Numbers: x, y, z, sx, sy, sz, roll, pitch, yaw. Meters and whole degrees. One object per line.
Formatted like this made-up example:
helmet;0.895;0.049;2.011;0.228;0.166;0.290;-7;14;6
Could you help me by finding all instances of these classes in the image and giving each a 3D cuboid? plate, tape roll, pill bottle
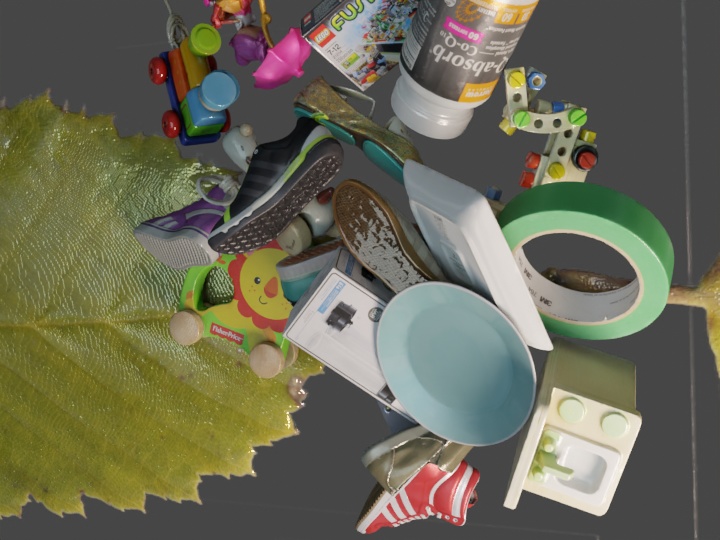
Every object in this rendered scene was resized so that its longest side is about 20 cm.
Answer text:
plate;0.117;-0.015;1.067;0.032;0.199;0.201;-32;115;-9
tape roll;0.238;-0.007;1.067;0.198;0.048;0.201;15;141;12
plate;0.106;0.101;1.077;0.199;0.026;0.202;16;121;28
pill bottle;0.108;-0.247;1.046;0.116;0.116;0.201;33;134;10

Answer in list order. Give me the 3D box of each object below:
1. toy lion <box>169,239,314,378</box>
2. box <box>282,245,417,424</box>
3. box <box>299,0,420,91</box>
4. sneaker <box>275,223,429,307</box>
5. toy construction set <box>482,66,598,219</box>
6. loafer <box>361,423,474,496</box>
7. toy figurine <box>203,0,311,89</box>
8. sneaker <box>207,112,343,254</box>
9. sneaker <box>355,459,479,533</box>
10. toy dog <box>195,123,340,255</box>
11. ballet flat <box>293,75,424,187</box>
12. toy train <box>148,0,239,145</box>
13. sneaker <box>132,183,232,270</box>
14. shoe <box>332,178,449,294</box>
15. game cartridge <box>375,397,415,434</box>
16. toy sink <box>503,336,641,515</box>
toy lion;-0.139;0.028;1.281;0.198;0.069;0.194;19;104;17
box;0.022;0.078;1.154;0.199;0.060;0.117;35;114;-11
box;0.039;-0.300;1.091;0.199;0.035;0.110;-35;131;27
sneaker;0.000;0.000;1.197;0.198;0.071;0.081;-15;108;9
toy construction set;0.188;-0.119;1.084;0.130;0.092;0.201;15;120;-8
loafer;0.101;0.206;1.158;0.199;0.075;0.070;-27;73;4
toy figurine;-0.133;-0.307;1.155;0.199;0.150;0.186;5;118;43
sneaker;-0.104;-0.101;1.129;0.200;0.072;0.083;-40;64;9
sneaker;0.077;0.300;1.260;0.112;0.071;0.201;32;128;-3
toy dog;-0.092;-0.113;1.192;0.199;0.132;0.097;33;137;0
ballet flat;0.013;-0.168;1.162;0.199;0.071;0.071;33;114;8
toy train;-0.204;-0.265;1.181;0.116;0.084;0.202;-30;73;60
sneaker;-0.215;-0.063;1.283;0.199;0.115;0.073;5;142;48
shoe;0.039;-0.021;1.126;0.070;0.053;0.201;-38;86;21
game cartridge;0.072;0.111;1.228;0.132;0.041;0.202;-6;102;20
toy sink;0.240;0.181;1.083;0.111;0.200;0.132;18;110;10
